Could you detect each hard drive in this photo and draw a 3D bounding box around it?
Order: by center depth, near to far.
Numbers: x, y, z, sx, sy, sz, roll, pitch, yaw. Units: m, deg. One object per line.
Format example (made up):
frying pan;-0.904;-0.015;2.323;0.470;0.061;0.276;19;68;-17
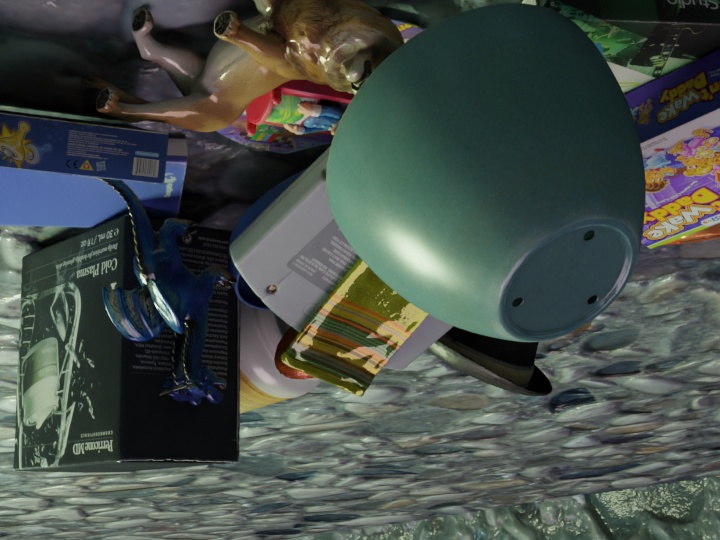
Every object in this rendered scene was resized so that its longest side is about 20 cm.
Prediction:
hard drive;-0.241;-0.069;0.900;0.197;0.026;0.132;0;159;-13

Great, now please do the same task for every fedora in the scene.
fedora;0.131;0.049;1.159;0.198;0.093;0.201;26;-170;-5

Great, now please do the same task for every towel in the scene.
towel;0.026;0.014;0.865;0.085;0.018;0.201;22;119;-34

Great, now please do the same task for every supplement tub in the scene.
supplement tub;-0.113;0.063;1.110;0.198;0.147;0.144;-20;155;37

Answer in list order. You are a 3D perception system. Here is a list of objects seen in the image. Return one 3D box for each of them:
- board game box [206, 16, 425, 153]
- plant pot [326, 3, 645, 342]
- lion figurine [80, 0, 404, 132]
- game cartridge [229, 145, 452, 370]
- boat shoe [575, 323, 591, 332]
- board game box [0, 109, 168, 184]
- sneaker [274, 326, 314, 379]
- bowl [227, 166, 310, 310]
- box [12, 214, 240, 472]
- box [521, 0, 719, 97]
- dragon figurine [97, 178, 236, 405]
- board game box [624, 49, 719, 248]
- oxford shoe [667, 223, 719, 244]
board game box;-0.022;-0.112;0.808;0.197;0.040;0.158;-11;159;16
plant pot;0.094;-0.037;0.688;0.197;0.135;0.202;-16;136;-16
lion figurine;-0.073;-0.129;0.721;0.198;0.074;0.122;-12;158;37
game cartridge;0.000;0.000;0.878;0.133;0.041;0.199;-44;130;14
boat shoe;0.147;-0.015;1.069;0.073;0.070;0.199;-19;134;42
board game box;-0.238;-0.088;0.749;0.197;0.035;0.135;5;-173;-24
sneaker;0.001;0.019;0.965;0.199;0.073;0.077;-37;141;10
bowl;-0.018;-0.034;0.949;0.198;0.040;0.201;-21;158;-8
box;-0.206;0.073;0.997;0.123;0.200;0.199;7;165;-41
box;0.191;-0.143;0.781;0.197;0.037;0.145;-2;159;-11
dragon figurine;-0.155;0.016;0.866;0.058;0.100;0.201;-10;129;30
board game box;0.252;-0.090;0.792;0.199;0.045;0.134;-24;144;38
oxford shoe;0.288;-0.062;0.984;0.070;0.074;0.200;-8;179;8
